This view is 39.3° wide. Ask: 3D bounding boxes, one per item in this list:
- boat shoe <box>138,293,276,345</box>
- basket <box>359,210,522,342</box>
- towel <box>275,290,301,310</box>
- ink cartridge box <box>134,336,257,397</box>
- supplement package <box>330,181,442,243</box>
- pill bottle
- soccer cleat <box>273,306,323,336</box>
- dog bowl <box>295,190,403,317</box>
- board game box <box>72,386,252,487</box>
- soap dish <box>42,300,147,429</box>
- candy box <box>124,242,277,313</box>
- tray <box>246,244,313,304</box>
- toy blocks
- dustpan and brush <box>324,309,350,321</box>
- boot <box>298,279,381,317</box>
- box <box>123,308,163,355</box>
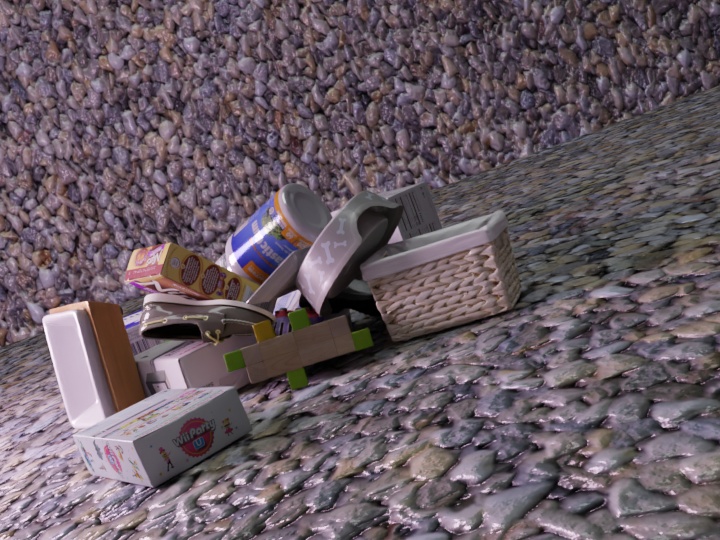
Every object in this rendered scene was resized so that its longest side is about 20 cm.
[{"bbox_3d":[-0.223,0.078,1.459,0.200,0.061,0.072,5,-28,9],"label":"boat shoe"},{"bbox_3d":[0.120,0.009,1.428,0.199,0.124,0.136,-16,8,20],"label":"basket"},{"bbox_3d":[-0.138,0.081,1.697,0.200,0.024,0.147,-19,31,54],"label":"towel"},{"bbox_3d":[-0.256,0.148,1.558,0.145,0.084,0.199,-26,10,-38],"label":"ink cartridge box"},{"bbox_3d":[0.060,-0.077,2.051,0.111,0.157,0.200,-26,10,-34],"label":"supplement package"},{"bbox_3d":[-0.144,-0.038,1.600,0.200,0.112,0.112,-40,-3,29],"label":"pill bottle"},{"bbox_3d":[-0.126,0.101,1.557,0.199,0.077,0.066,-12,-8,43],"label":"soccer cleat"},{"bbox_3d":[-0.019,-0.029,1.455,0.200,0.059,0.200,-52,-10,-13],"label":"dog bowl"},{"bbox_3d":[-0.249,0.203,1.256,0.147,0.065,0.200,-26,9,-34],"label":"board game box"},{"bbox_3d":[-0.408,0.145,1.553,0.081,0.201,0.157,-18,5,-38],"label":"soap dish"},{"bbox_3d":[-0.237,0.025,1.508,0.199,0.057,0.116,27,-21,-35],"label":"candy box"},{"bbox_3d":[-0.092,0.004,1.494,0.107,0.022,0.200,-47,-7,18],"label":"tray"},{"bbox_3d":[-0.081,0.109,1.425,0.199,0.101,0.137,-18,-3,2],"label":"toy blocks"},{"bbox_3d":[-0.040,0.067,1.663,0.199,0.058,0.140,-18,8,15],"label":"dustpan and brush"},{"bbox_3d":[0.000,0.000,1.602,0.199,0.132,0.070,4,-25,7],"label":"boot"},{"bbox_3d":[-0.426,0.141,1.964,0.183,0.106,0.200,-24,8,-32],"label":"box"}]
